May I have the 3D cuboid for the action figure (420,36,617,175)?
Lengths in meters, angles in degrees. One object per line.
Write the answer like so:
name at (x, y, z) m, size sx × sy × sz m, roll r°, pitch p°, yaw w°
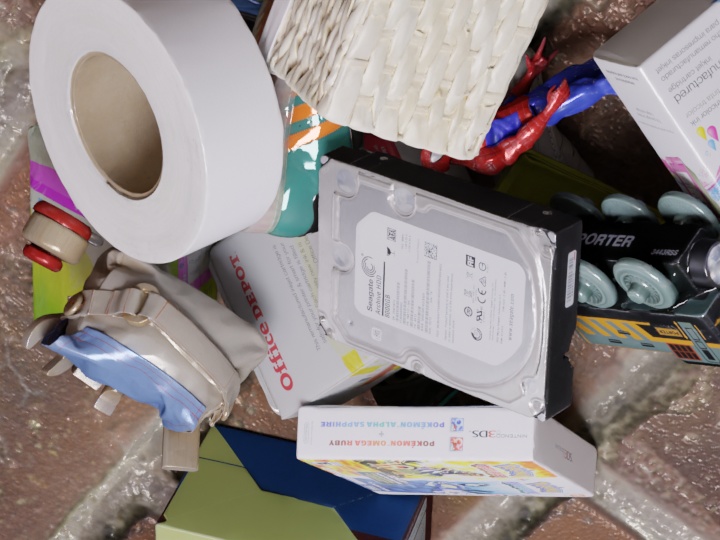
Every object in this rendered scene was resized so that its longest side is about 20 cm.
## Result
action figure at (0.130, -0.117, 1.553) m, size 0.199 × 0.066 × 0.052 m, roll -30°, pitch 121°, yaw 5°

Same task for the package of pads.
package of pads at (-0.181, -0.011, 1.782) m, size 0.154 × 0.068 × 0.201 m, roll 26°, pitch 133°, yaw 27°

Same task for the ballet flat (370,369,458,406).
ballet flat at (0.076, 0.060, 1.753) m, size 0.200 × 0.068 × 0.068 m, roll -34°, pitch 98°, yaw 36°

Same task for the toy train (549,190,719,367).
toy train at (0.185, 0.009, 1.540) m, size 0.200 × 0.085 × 0.114 m, roll 3°, pitch 140°, yaw 52°

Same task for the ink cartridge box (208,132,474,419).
ink cartridge box at (0.000, 0.000, 1.692) m, size 0.200 × 0.083 × 0.146 m, roll -34°, pitch 74°, yaw 37°

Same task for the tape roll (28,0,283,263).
tape roll at (-0.142, -0.109, 1.576) m, size 0.202 × 0.071 × 0.203 m, roll 30°, pitch 133°, yaw 38°

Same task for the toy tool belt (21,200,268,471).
toy tool belt at (-0.176, 0.051, 1.654) m, size 0.200 × 0.123 × 0.125 m, roll 32°, pitch 174°, yaw -14°

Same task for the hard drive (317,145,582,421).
hard drive at (0.056, 0.006, 1.551) m, size 0.199 × 0.038 × 0.140 m, roll 22°, pitch 122°, yaw 35°

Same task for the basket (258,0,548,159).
basket at (0.039, -0.187, 1.491) m, size 0.135 × 0.123 × 0.201 m, roll 14°, pitch 110°, yaw -26°

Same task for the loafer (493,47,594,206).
loafer at (0.130, -0.070, 1.644) m, size 0.069 × 0.070 × 0.201 m, roll -16°, pitch 118°, yaw -11°

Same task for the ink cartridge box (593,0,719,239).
ink cartridge box at (0.270, -0.101, 1.499) m, size 0.144 × 0.085 × 0.200 m, roll -39°, pitch 109°, yaw -6°

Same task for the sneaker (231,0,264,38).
sneaker at (-0.133, -0.172, 1.654) m, size 0.199 × 0.071 × 0.083 m, roll 20°, pitch 88°, yaw 6°

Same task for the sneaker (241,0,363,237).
sneaker at (-0.035, -0.121, 1.610) m, size 0.080 × 0.071 × 0.201 m, roll 3°, pitch 108°, yaw -24°

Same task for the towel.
towel at (0.176, -0.013, 1.632) m, size 0.199 × 0.018 × 0.086 m, roll 24°, pitch 110°, yaw -20°

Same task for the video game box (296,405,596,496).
video game box at (0.069, 0.138, 1.739) m, size 0.181 × 0.047 × 0.200 m, roll -3°, pitch 166°, yaw 19°

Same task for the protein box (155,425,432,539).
protein box at (-0.053, 0.263, 1.905) m, size 0.198 × 0.135 × 0.201 m, roll 12°, pitch 127°, yaw 14°
